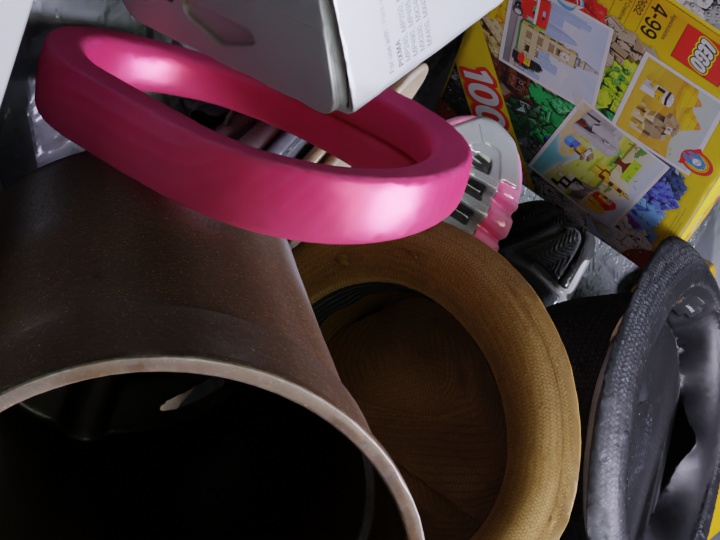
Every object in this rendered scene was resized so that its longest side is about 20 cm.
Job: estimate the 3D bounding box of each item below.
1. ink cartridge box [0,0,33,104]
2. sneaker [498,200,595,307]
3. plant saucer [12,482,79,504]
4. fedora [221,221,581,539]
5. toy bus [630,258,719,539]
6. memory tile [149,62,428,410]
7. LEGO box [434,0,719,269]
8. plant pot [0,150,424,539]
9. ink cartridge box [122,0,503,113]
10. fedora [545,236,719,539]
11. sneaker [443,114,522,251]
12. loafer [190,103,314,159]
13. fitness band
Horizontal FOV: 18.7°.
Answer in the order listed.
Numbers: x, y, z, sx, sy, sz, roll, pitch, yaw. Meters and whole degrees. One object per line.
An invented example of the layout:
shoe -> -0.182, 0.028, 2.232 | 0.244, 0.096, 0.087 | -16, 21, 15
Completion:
ink cartridge box -> -0.213, -0.053, 0.791 | 0.144, 0.085, 0.201 | -2, 118, -53
sneaker -> 0.064, 0.053, 1.260 | 0.200, 0.075, 0.116 | -45, 150, -3
plant saucer -> -0.192, 0.159, 0.988 | 0.200, 0.029, 0.200 | -31, 154, -17
fedora -> 0.028, 0.072, 1.007 | 0.082, 0.200, 0.201 | 12, 106, -55
toy bus -> 0.213, 0.090, 1.465 | 0.065, 0.078, 0.201 | -30, 137, -37
memory tile -> -0.042, -0.011, 1.051 | 0.200, 0.017, 0.153 | -49, 174, -17
LEGO box -> 0.133, -0.107, 1.077 | 0.077, 0.149, 0.200 | -50, 170, -28
plant pot -> -0.089, 0.062, 0.855 | 0.199, 0.199, 0.201 | -5, 123, -7
ink cartridge box -> 0.008, -0.169, 0.932 | 0.200, 0.145, 0.083 | -39, 138, -29
fedora -> 0.117, 0.079, 1.087 | 0.200, 0.091, 0.202 | -13, 105, -62
sneaker -> 0.000, 0.000, 1.104 | 0.079, 0.095, 0.200 | 40, 90, -16
loafer -> -0.067, -0.052, 1.006 | 0.200, 0.063, 0.072 | -47, 174, -30
fitness band -> -0.045, -0.060, 0.900 | 0.143, 0.200, 0.038 | -6, 116, -46
